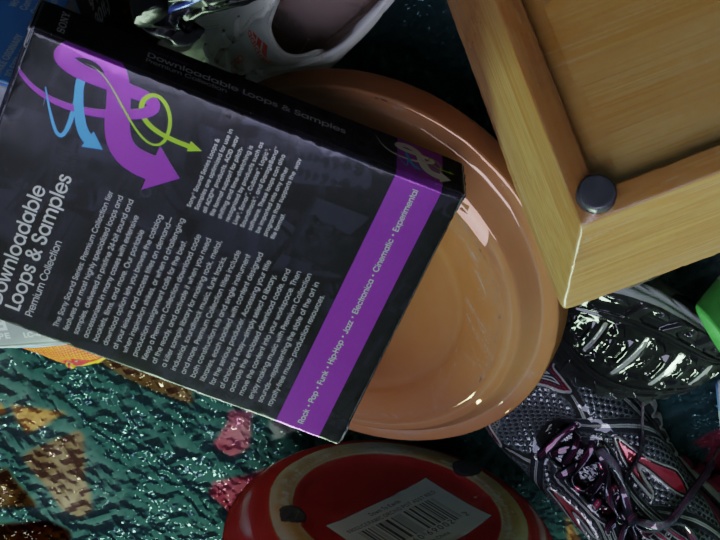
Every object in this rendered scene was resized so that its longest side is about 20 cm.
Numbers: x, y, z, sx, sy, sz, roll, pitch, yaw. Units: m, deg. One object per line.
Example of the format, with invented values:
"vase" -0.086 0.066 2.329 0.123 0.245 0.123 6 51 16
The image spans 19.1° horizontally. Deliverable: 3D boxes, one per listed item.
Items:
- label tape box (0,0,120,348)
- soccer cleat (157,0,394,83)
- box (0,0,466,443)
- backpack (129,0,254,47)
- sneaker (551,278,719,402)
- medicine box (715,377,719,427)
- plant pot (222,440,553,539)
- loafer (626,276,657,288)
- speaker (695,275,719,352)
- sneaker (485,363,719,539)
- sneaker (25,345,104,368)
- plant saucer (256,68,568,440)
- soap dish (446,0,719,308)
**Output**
"label tape box" -0.159 -0.086 1.010 0.065 0.144 0.201 -2 122 12
"soccer cleat" -0.045 -0.109 1.014 0.069 0.078 0.200 40 121 -15
"box" -0.072 -0.019 0.942 0.198 0.036 0.144 20 120 -12
"backpack" -0.004 -0.207 0.882 0.198 0.184 0.148 -10 121 12
"sneaker" 0.098 -0.002 1.057 0.199 0.080 0.074 27 136 -12
"medicine box" 0.275 0.141 1.050 0.180 0.103 0.202 -4 88 13
"plant pot" 0.006 0.201 1.138 0.198 0.201 0.184 9 115 5
"loafer" 0.185 -0.053 0.978 0.199 0.063 0.072 -36 106 3
"speaker" 0.255 -0.012 0.980 0.199 0.089 0.089 -35 113 2
"sneaker" 0.139 0.112 1.124 0.200 0.075 0.081 39 121 -14
"sneaker" -0.171 0.021 1.116 0.198 0.073 0.078 5 135 23
"plant saucer" 0.000 0.000 1.011 0.199 0.032 0.202 13 128 17
"soap dish" 0.151 -0.093 0.921 0.198 0.159 0.081 -21 161 4
